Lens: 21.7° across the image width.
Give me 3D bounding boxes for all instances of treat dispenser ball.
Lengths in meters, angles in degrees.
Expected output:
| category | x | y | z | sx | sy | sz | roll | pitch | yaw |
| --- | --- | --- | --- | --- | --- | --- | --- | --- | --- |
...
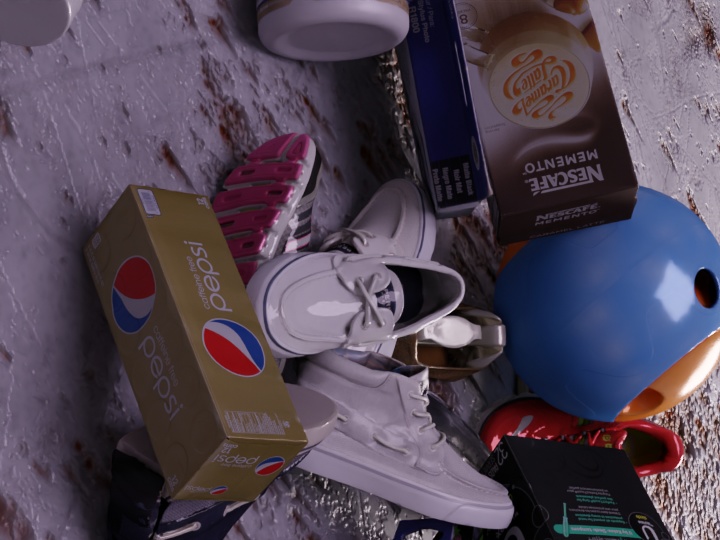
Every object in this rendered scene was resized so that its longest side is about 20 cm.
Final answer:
| category | x | y | z | sx | sy | sz | roll | pitch | yaw |
| --- | --- | --- | --- | --- | --- | --- | --- | --- | --- |
| treat dispenser ball | 0.212 | 0.027 | 1.577 | 0.201 | 0.200 | 0.201 | 21 | 64 | -52 |

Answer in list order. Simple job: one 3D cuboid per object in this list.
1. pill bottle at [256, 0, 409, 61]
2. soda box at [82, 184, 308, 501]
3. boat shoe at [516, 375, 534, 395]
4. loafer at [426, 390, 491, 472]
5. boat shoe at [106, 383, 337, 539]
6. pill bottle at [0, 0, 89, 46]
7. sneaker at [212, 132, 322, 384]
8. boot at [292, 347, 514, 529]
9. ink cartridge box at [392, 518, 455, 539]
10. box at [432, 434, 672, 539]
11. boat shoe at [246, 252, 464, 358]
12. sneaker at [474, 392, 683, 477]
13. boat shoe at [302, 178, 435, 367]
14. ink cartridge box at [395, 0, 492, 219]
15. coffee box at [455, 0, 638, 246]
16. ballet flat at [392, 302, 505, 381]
| category | x | y | z | sx | sy | sz | roll | pitch | yaw |
| --- | --- | --- | --- | --- | --- | --- | --- | --- | --- |
| pill bottle | -0.025 | -0.268 | 1.423 | 0.116 | 0.115 | 0.201 | 13 | 71 | -55 |
| soda box | -0.106 | 0.045 | 1.171 | 0.064 | 0.068 | 0.200 | 8 | 45 | -40 |
| boat shoe | 0.192 | 0.079 | 1.692 | 0.072 | 0.072 | 0.200 | 40 | 52 | -44 |
| loafer | 0.075 | 0.150 | 1.500 | 0.201 | 0.068 | 0.071 | 47 | 31 | -46 |
| boat shoe | -0.095 | 0.138 | 1.236 | 0.200 | 0.075 | 0.093 | -15 | 125 | -50 |
| pill bottle | -0.185 | -0.238 | 1.179 | 0.109 | 0.109 | 0.200 | 51 | 43 | -36 |
| sneaker | -0.061 | 0.000 | 1.335 | 0.087 | 0.074 | 0.200 | 39 | 55 | -44 |
| boot | 0.037 | 0.117 | 1.364 | 0.200 | 0.074 | 0.096 | 21 | 95 | -21 |
| ink cartridge box | 0.044 | 0.278 | 1.355 | 0.076 | 0.136 | 0.201 | 16 | 68 | -58 |
| box | 0.157 | 0.249 | 1.427 | 0.124 | 0.149 | 0.200 | 9 | 38 | -30 |
| boat shoe | -0.001 | 0.017 | 1.298 | 0.200 | 0.065 | 0.074 | -16 | 99 | -53 |
| sneaker | 0.190 | 0.146 | 1.611 | 0.200 | 0.085 | 0.077 | 1 | 91 | -26 |
| boat shoe | 0.000 | 0.000 | 1.434 | 0.070 | 0.071 | 0.200 | 49 | 49 | -38 |
| ink cartridge box | 0.059 | -0.142 | 1.490 | 0.200 | 0.040 | 0.200 | 114 | -35 | -87 |
| coffee box | 0.141 | -0.133 | 1.490 | 0.080 | 0.114 | 0.201 | 83 | -6 | -73 |
| ballet flat | 0.072 | 0.054 | 1.520 | 0.200 | 0.072 | 0.068 | 8 | 76 | -56 |
